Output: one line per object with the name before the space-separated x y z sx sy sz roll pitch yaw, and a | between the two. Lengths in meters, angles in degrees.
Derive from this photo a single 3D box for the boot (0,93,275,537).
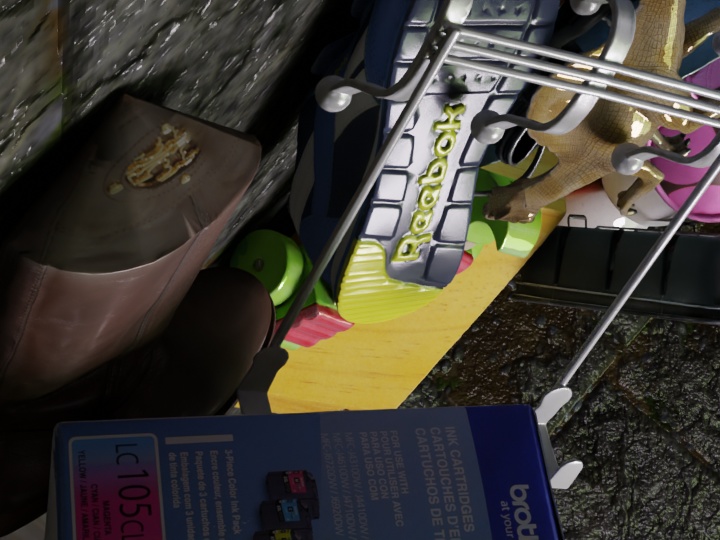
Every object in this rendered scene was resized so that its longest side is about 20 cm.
boot | -0.067 0.000 0.542 0.186 0.064 0.200 -40 167 -42

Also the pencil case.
pencil case | 0.216 -0.122 0.885 0.091 0.094 0.200 -30 -155 36

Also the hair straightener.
hair straightener | 0.086 -0.089 0.648 0.200 0.077 0.041 -51 -165 24

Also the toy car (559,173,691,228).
toy car | 0.149 -0.109 1.039 0.150 0.175 0.200 -2 171 -22

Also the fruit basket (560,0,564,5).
fruit basket | 0.181 -0.203 0.874 0.185 0.094 0.200 -42 175 -47

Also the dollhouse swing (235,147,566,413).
dollhouse swing | 0.002 -0.038 0.931 0.182 0.176 0.200 12 132 -34

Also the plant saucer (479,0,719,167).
plant saucer | 0.124 -0.113 0.769 0.201 0.039 0.201 -28 -170 5

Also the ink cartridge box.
ink cartridge box | -0.013 0.109 0.554 0.200 0.076 0.136 -2 152 -15

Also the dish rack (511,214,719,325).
dish rack | 0.207 -0.002 0.907 0.200 0.153 0.055 0 96 -43

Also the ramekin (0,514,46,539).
ramekin | -0.180 0.180 0.725 0.202 0.094 0.202 -47 174 -6

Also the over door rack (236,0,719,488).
over door rack | 0.047 -0.018 0.570 0.200 0.148 0.067 -67 -150 25

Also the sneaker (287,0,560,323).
sneaker | 0.017 -0.077 0.616 0.074 0.082 0.200 1 125 -33

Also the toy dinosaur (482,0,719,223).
toy dinosaur | 0.117 -0.077 0.611 0.101 0.058 0.200 1 135 -25

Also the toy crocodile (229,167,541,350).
toy crocodile | 0.000 0.000 0.768 0.200 0.062 0.067 -25 153 24
